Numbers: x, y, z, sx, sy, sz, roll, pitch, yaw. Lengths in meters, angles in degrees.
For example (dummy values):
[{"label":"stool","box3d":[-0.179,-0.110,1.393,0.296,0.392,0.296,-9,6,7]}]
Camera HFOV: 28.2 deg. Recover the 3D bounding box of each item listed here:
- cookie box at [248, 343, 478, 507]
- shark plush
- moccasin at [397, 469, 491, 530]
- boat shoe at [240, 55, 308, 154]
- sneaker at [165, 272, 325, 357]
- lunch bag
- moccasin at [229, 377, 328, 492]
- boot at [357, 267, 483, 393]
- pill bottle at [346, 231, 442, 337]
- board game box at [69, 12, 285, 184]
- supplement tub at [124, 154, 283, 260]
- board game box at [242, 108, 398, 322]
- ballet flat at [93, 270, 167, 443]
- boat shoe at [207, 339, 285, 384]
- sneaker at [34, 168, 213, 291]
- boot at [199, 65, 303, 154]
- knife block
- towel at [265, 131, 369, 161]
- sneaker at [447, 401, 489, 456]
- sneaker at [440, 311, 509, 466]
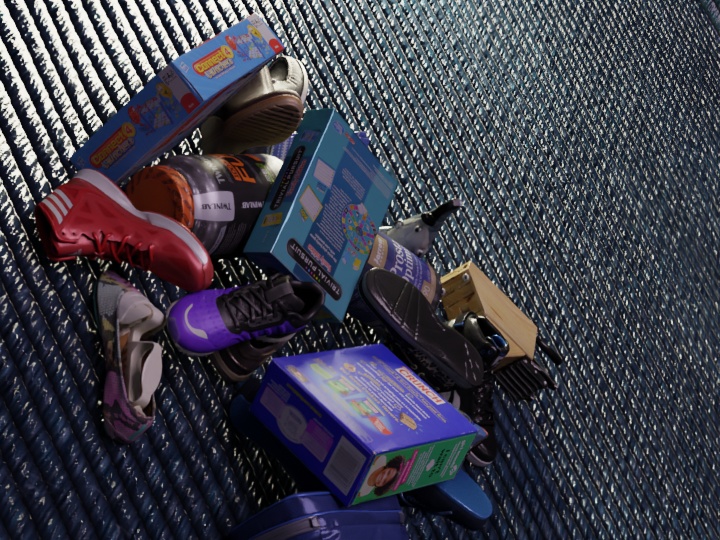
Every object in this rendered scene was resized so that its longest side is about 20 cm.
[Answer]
[{"label":"cookie box","box3d":[0.007,0.165,1.580,0.171,0.075,0.199,40,25,30]},{"label":"shark plush","box3d":[0.077,-0.063,1.915,0.083,0.200,0.091,-37,77,-29]},{"label":"moccasin","box3d":[0.062,0.245,1.682,0.200,0.068,0.080,35,21,20]},{"label":"boat shoe","box3d":[-0.120,-0.213,1.872,0.060,0.074,0.201,39,47,-34]},{"label":"sneaker","box3d":[-0.117,0.038,1.548,0.200,0.099,0.070,-8,73,-49]},{"label":"lunch bag","box3d":[-0.033,0.299,1.536,0.199,0.136,0.133,7,60,-49]},{"label":"moccasin","box3d":[-0.058,0.192,1.637,0.200,0.080,0.068,46,32,-20]},{"label":"boot","box3d":[0.034,0.096,1.759,0.203,0.153,0.074,42,42,-22]},{"label":"pill bottle","box3d":[0.000,0.000,1.824,0.200,0.112,0.112,33,42,-34]},{"label":"board game box","box3d":[-0.206,-0.190,1.627,0.056,0.200,0.196,51,34,-5]},{"label":"supplement tub","box3d":[-0.170,-0.073,1.654,0.200,0.122,0.123,-7,70,-54]},{"label":"board game box","box3d":[-0.043,-0.064,1.680,0.151,0.047,0.201,46,57,-41]},{"label":"ballet flat","box3d":[-0.236,0.081,1.501,0.069,0.071,0.201,27,45,-45]},{"label":"boat shoe","box3d":[-0.103,0.061,1.681,0.075,0.073,0.200,50,35,-13]},{"label":"sneaker","box3d":[-0.261,-0.019,1.519,0.199,0.079,0.115,31,43,17]},{"label":"boot","box3d":[-0.131,-0.228,1.744,0.072,0.200,0.167,21,63,-32]},{"label":"knife block","box3d":[0.210,0.090,2.065,0.175,0.064,0.201,1,64,-52]},{"label":"towel","box3d":[-0.064,-0.109,1.840,0.200,0.024,0.146,-7,111,-53]},{"label":"sneaker","box3d":[0.083,0.222,1.813,0.079,0.075,0.200,50,29,13]},{"label":"sneaker","box3d":[0.159,0.151,1.911,0.073,0.112,0.201,-1,66,-51]}]
